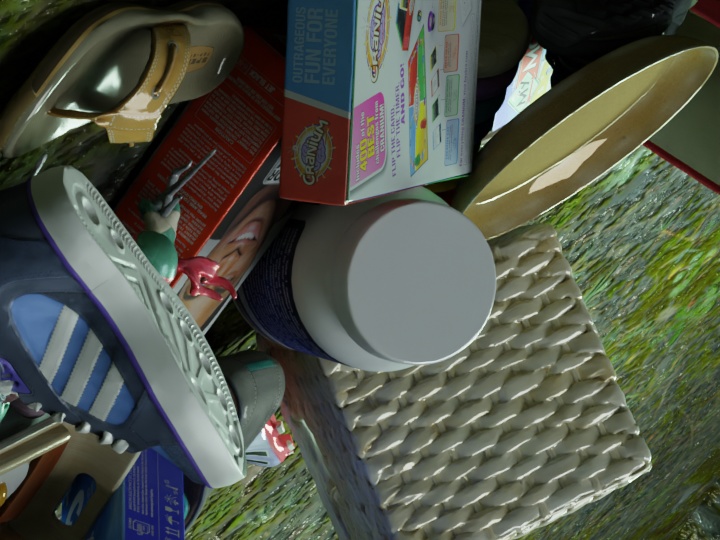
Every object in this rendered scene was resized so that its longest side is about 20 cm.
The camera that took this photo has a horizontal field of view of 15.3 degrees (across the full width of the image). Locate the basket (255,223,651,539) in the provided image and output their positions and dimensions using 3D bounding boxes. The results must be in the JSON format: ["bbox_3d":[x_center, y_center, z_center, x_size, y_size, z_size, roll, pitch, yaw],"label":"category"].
[{"bbox_3d":[0.061,0.088,1.804,0.200,0.198,0.161,-23,-179,-11],"label":"basket"}]

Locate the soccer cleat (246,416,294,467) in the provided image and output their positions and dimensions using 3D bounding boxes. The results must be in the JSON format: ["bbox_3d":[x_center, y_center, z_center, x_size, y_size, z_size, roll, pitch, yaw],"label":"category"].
[{"bbox_3d":[-0.095,0.102,1.852,0.076,0.067,0.200,-18,167,2],"label":"soccer cleat"}]

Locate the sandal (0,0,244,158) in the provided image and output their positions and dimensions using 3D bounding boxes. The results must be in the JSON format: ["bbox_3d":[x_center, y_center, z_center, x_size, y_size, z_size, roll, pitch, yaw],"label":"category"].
[{"bbox_3d":[-0.112,-0.095,1.371,0.200,0.054,0.080,-21,148,-57],"label":"sandal"}]

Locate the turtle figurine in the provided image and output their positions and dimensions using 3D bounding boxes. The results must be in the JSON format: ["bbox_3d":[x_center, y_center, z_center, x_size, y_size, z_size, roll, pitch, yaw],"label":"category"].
[{"bbox_3d":[-0.154,0.017,1.441,0.150,0.101,0.200,-2,144,-49],"label":"turtle figurine"}]

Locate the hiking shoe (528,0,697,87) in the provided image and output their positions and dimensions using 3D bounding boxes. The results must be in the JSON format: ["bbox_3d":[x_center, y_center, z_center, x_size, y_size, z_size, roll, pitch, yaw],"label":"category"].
[{"bbox_3d":[0.154,-0.141,1.688,0.200,0.076,0.101,-22,140,-61],"label":"hiking shoe"}]

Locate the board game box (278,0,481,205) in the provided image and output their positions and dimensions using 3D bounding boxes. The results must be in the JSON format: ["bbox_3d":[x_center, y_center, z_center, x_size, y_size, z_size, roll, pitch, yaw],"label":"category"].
[{"bbox_3d":[0.015,-0.122,1.500,0.200,0.040,0.153,-15,110,-67],"label":"board game box"}]

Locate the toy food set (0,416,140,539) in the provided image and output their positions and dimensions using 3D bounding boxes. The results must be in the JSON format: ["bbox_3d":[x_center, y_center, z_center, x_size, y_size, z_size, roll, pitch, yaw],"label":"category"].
[{"bbox_3d":[-0.219,0.165,1.510,0.200,0.060,0.144,-27,158,-50],"label":"toy food set"}]

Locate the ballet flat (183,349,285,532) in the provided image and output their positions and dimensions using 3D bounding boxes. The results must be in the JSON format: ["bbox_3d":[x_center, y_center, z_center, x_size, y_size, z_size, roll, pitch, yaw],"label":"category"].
[{"bbox_3d":[-0.106,0.122,1.736,0.064,0.067,0.200,-20,157,-44],"label":"ballet flat"}]

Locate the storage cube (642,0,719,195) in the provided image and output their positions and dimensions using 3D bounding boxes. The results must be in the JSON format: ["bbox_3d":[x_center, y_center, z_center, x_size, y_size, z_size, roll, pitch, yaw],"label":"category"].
[{"bbox_3d":[0.301,-0.177,1.981,0.180,0.200,0.171,-47,164,-29],"label":"storage cube"}]

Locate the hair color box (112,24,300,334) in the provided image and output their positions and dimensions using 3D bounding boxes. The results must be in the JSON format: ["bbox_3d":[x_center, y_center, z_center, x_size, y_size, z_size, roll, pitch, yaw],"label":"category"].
[{"bbox_3d":[-0.083,-0.043,1.543,0.200,0.061,0.101,-53,164,16],"label":"hair color box"}]

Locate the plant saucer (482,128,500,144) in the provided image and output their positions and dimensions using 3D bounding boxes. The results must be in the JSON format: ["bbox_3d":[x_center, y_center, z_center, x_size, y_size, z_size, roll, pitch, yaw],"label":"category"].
[{"bbox_3d":[0.109,-0.153,1.830,0.200,0.032,0.200,-42,163,-17],"label":"plant saucer"}]

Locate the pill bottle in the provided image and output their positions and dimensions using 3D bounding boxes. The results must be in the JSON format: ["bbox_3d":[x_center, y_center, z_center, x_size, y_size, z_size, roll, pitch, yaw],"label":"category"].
[{"bbox_3d":[0.000,0.000,1.604,0.116,0.116,0.200,-45,-163,-12],"label":"pill bottle"}]

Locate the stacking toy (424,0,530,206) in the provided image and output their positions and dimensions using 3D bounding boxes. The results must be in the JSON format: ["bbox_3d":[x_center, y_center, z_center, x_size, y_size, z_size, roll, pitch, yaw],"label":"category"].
[{"bbox_3d":[0.047,-0.084,1.690,0.085,0.085,0.200,-34,149,-39],"label":"stacking toy"}]

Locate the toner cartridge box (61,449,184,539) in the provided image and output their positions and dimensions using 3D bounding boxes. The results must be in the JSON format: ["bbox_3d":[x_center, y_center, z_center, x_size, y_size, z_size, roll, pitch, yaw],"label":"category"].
[{"bbox_3d":[-0.146,0.147,1.630,0.095,0.043,0.200,-57,-158,28],"label":"toner cartridge box"}]

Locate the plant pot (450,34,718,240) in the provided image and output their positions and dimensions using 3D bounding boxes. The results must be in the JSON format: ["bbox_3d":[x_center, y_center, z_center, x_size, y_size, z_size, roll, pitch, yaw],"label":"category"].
[{"bbox_3d":[0.132,-0.086,1.655,0.200,0.028,0.200,-34,168,-8],"label":"plant pot"}]

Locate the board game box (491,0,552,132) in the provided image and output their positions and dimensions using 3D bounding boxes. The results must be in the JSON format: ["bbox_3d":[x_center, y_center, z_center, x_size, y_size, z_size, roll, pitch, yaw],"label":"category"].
[{"bbox_3d":[0.131,-0.199,1.715,0.135,0.029,0.200,-33,145,-41],"label":"board game box"}]

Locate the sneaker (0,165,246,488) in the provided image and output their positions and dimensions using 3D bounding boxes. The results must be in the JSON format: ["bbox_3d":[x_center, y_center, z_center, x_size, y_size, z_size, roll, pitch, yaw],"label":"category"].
[{"bbox_3d":[-0.163,0.053,1.366,0.146,0.200,0.081,-27,-156,11],"label":"sneaker"}]

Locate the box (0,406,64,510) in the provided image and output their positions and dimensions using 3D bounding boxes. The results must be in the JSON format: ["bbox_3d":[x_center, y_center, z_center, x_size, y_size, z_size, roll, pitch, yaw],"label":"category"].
[{"bbox_3d":[-0.231,0.139,1.609,0.156,0.041,0.200,-23,151,-55],"label":"box"}]
